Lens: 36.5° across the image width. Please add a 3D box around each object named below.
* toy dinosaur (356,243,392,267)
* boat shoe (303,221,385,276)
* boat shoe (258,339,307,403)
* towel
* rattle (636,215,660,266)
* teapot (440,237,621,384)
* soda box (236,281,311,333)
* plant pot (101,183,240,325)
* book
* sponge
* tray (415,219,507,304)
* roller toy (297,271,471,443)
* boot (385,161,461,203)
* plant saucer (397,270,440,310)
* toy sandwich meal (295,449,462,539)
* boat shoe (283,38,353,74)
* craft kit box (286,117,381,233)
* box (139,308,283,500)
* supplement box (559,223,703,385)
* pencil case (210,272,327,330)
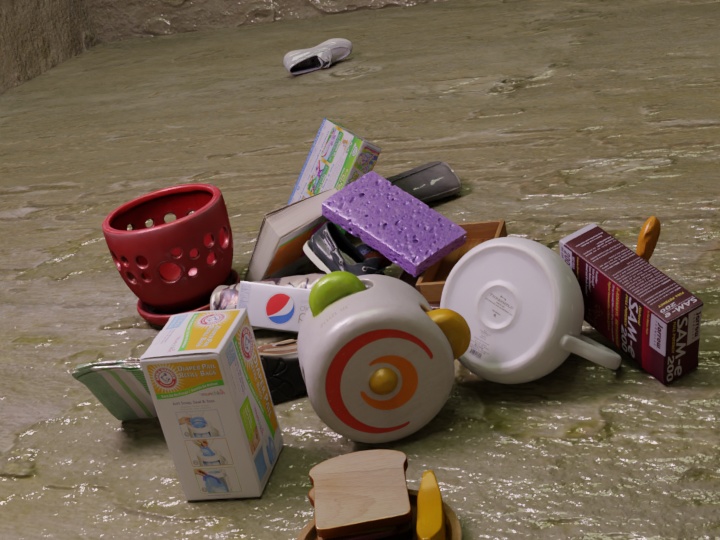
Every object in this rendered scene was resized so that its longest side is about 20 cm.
[{"bbox_3d":[0.024,-0.012,1.713,0.181,0.105,0.201,5,64,44],"label":"toy dinosaur"},{"bbox_3d":[0.001,0.000,1.613,0.199,0.066,0.074,44,22,28],"label":"boat shoe"},{"bbox_3d":[-0.101,0.132,1.491,0.199,0.076,0.074,-5,19,-1],"label":"boat shoe"},{"bbox_3d":[-0.258,0.157,1.435,0.199,0.153,0.024,-6,55,14],"label":"towel"},{"bbox_3d":[0.322,-0.019,1.514,0.130,0.143,0.200,-42,40,-13],"label":"rattle"},{"bbox_3d":[0.211,0.056,1.398,0.197,0.201,0.146,-24,-22,30],"label":"teapot"},{"bbox_3d":[-0.075,0.059,1.556,0.199,0.064,0.068,7,-6,17],"label":"soda box"},{"bbox_3d":[-0.299,-0.024,1.774,0.199,0.183,0.201,-11,26,5],"label":"plant pot"},{"bbox_3d":[-0.106,-0.044,1.745,0.133,0.200,0.048,-27,72,-29],"label":"book"},{"bbox_3d":[0.049,-0.072,1.632,0.200,0.030,0.111,35,53,30],"label":"sponge"},{"bbox_3d":[0.154,-0.014,1.617,0.098,0.037,0.200,-4,26,20],"label":"tray"},{"bbox_3d":[0.020,0.110,1.334,0.199,0.183,0.140,14,18,-15],"label":"roller toy"},{"bbox_3d":[0.059,-0.160,2.003,0.199,0.073,0.182,-29,48,-17],"label":"boot"},{"bbox_3d":[0.153,0.021,1.629,0.199,0.037,0.201,-11,24,5],"label":"plant saucer"},{"bbox_3d":[0.012,0.267,1.139,0.204,0.071,0.205,-11,25,5],"label":"toy sandwich meal"},{"bbox_3d":[-0.112,-0.586,3.009,0.199,0.072,0.069,-11,45,-11],"label":"boat shoe"},{"bbox_3d":[-0.054,-0.154,1.931,0.048,0.201,0.198,19,11,-25],"label":"craft kit box"},{"bbox_3d":[-0.173,0.159,1.304,0.101,0.201,0.113,-6,26,15],"label":"box"},{"bbox_3d":[0.333,0.039,1.359,0.061,0.109,0.200,-26,41,-19],"label":"supplement box"},{"bbox_3d":[-0.128,0.054,1.649,0.199,0.078,0.090,-7,37,14],"label":"pencil case"}]
